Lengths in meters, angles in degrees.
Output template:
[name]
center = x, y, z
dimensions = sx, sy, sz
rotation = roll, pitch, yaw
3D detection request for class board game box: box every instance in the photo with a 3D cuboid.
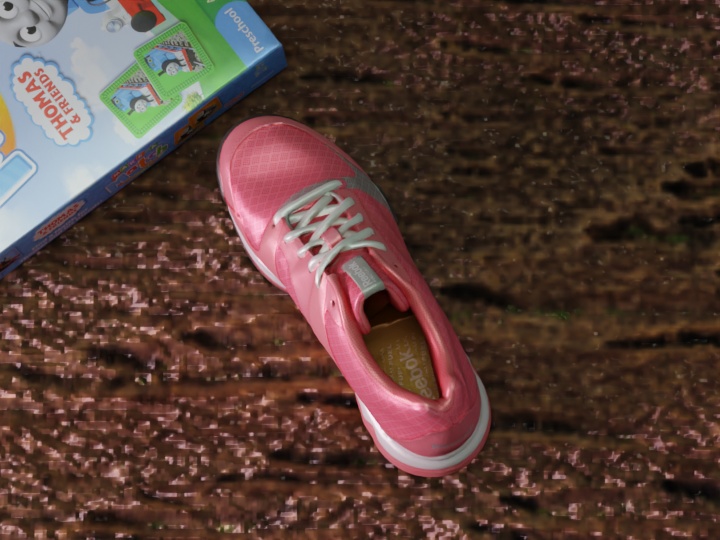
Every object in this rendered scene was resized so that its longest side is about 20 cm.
[board game box]
center = -0.161, -0.103, 1.374
dimensions = 0.200, 0.037, 0.151
rotation = -38, 77, -7

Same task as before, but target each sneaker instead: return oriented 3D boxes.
[sneaker]
center = 0.000, 0.000, 1.313
dimensions = 0.074, 0.087, 0.201
rotation = -32, 76, -8
